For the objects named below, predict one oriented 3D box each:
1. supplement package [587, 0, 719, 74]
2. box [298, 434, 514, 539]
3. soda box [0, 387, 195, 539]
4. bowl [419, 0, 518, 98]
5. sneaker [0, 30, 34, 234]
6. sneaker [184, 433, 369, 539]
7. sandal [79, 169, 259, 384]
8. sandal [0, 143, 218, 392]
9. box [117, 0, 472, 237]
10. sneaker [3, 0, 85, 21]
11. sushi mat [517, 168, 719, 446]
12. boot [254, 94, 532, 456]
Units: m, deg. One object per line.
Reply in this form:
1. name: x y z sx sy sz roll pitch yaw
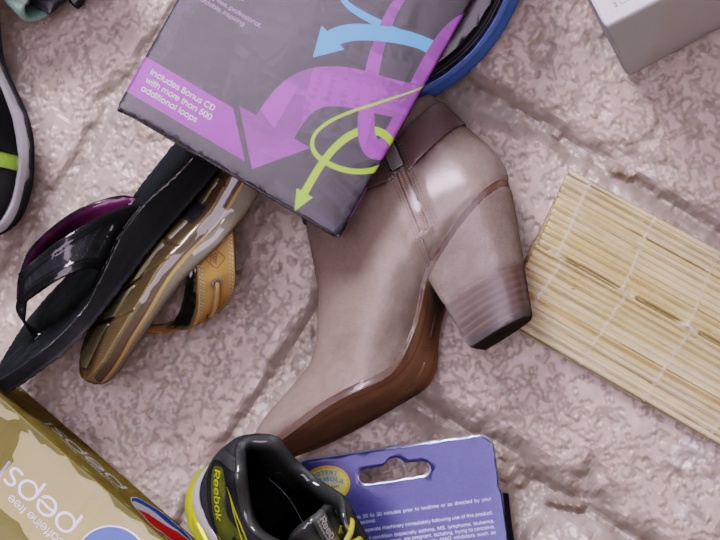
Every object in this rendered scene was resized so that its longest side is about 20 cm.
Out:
1. supplement package: 0.194 -0.227 1.350 0.199 0.152 0.151 -27 81 7
2. box: 0.032 0.198 1.404 0.120 0.032 0.202 -8 84 9
3. soda box: -0.156 0.147 1.424 0.200 0.068 0.064 39 93 11
4. bowl: -0.002 -0.189 1.413 0.199 0.039 0.202 0 98 2
5. sneaker: -0.247 -0.112 1.432 0.071 0.083 0.202 -3 104 34
6. sneaker: -0.019 0.171 1.346 0.200 0.085 0.074 44 61 12
7. sandal: -0.088 -0.008 1.429 0.054 0.080 0.200 39 93 -17
8. sandal: -0.151 -0.019 1.433 0.048 0.075 0.201 41 85 -18
9. box: -0.024 -0.140 1.372 0.142 0.036 0.201 29 90 -3
10. sneaker: -0.156 -0.237 1.452 0.118 0.074 0.201 46 104 17
11. sushi mat: 0.181 0.032 1.401 0.199 0.012 0.096 30 89 11
12. boot: 0.000 0.000 1.415 0.199 0.070 0.147 -29 75 6
